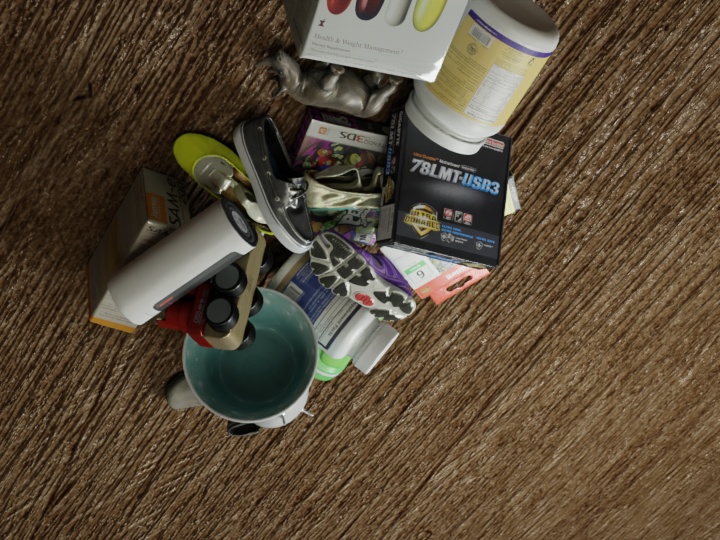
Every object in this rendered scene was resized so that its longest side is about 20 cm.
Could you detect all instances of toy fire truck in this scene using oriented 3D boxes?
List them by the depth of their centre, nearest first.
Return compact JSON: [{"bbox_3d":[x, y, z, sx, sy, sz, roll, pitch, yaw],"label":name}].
[{"bbox_3d":[-0.238,0.021,1.604,0.198,0.178,0.129,5,158,17],"label":"toy fire truck"}]

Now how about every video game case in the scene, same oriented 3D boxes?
[{"bbox_3d":[-0.027,-0.134,1.663,0.180,0.036,0.201,10,127,-24],"label":"video game case"}]

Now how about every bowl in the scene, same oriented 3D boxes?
[{"bbox_3d":[-0.157,0.134,1.673,0.199,0.203,0.105,-16,164,-2],"label":"bowl"}]

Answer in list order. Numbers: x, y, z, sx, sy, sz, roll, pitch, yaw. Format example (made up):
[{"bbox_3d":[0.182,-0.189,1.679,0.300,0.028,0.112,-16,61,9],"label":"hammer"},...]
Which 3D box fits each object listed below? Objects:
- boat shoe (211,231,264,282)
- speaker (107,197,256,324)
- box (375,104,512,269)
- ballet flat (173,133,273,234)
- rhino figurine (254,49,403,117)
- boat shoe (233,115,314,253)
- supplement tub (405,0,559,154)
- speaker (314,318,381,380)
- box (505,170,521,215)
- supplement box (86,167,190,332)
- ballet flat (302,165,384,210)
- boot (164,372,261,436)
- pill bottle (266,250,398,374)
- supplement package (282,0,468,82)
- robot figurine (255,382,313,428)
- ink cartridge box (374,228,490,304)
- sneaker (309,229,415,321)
[{"bbox_3d":[-0.195,-0.018,1.686,0.201,0.073,0.068,-61,163,3],"label":"boat shoe"},{"bbox_3d":[-0.241,-0.012,1.507,0.199,0.082,0.081,-33,132,10],"label":"speaker"},{"bbox_3d":[0.123,-0.117,1.622,0.198,0.201,0.050,13,171,-32],"label":"box"},{"bbox_3d":[-0.179,-0.118,1.581,0.200,0.067,0.067,40,102,-23],"label":"ballet flat"},{"bbox_3d":[-0.049,-0.258,1.530,0.198,0.060,0.088,9,139,-19],"label":"rhino figurine"},{"bbox_3d":[-0.107,-0.124,1.566,0.066,0.202,0.070,-21,-177,37],"label":"boat shoe"},{"bbox_3d":[0.161,-0.274,1.520,0.144,0.146,0.201,15,126,-27],"label":"supplement tub"},{"bbox_3d":[-0.022,0.087,1.831,0.088,0.089,0.200,20,123,-30],"label":"speaker"},{"bbox_3d":[0.145,-0.099,1.737,0.198,0.050,0.076,-22,133,2],"label":"box"},{"bbox_3d":[-0.319,-0.028,1.609,0.073,0.127,0.200,19,124,-29],"label":"supplement box"},{"bbox_3d":[0.008,-0.120,1.618,0.198,0.068,0.063,-3,122,-14],"label":"ballet flat"},{"bbox_3d":[-0.223,0.219,1.854,0.198,0.131,0.068,-15,134,-3],"label":"boot"},{"bbox_3d":[-0.042,0.063,1.718,0.200,0.111,0.111,40,119,6],"label":"pill bottle"},{"bbox_3d":[0.027,-0.370,1.392,0.189,0.148,0.201,6,130,-21],"label":"supplement package"},{"bbox_3d":[-0.160,0.169,1.785,0.169,0.200,0.113,-22,147,-43],"label":"robot figurine"},{"bbox_3d":[0.119,-0.016,1.732,0.108,0.051,0.200,-31,129,13],"label":"ink cartridge box"},{"bbox_3d":[0.000,0.000,1.658,0.080,0.084,0.200,-33,127,25],"label":"sneaker"}]
